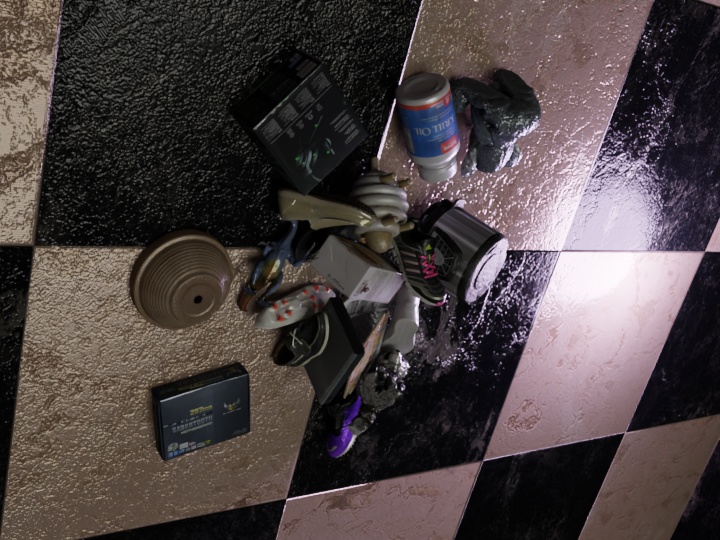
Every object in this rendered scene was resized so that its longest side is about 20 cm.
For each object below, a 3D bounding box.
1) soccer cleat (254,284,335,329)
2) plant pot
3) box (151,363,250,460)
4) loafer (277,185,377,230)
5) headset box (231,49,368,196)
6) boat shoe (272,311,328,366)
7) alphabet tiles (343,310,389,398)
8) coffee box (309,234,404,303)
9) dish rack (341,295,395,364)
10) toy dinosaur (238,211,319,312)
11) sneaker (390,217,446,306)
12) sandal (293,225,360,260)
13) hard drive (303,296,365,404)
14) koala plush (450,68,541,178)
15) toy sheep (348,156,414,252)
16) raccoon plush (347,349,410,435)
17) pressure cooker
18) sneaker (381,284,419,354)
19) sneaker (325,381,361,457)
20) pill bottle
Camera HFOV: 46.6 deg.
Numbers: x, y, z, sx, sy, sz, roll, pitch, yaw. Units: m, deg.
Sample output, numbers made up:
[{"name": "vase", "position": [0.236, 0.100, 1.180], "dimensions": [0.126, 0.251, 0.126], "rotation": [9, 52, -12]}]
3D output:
[{"name": "soccer cleat", "position": [-0.135, 0.076, 1.742], "dimensions": [0.199, 0.077, 0.070], "rotation": [-15, 82, -45]}, {"name": "plant pot", "position": [-0.318, 0.034, 1.555], "dimensions": [0.200, 0.093, 0.202], "rotation": [-19, 127, -27]}, {"name": "box", "position": [-0.327, 0.292, 1.734], "dimensions": [0.199, 0.051, 0.159], "rotation": [-14, 123, -29]}, {"name": "loafer", "position": [-0.066, -0.110, 1.604], "dimensions": [0.198, 0.076, 0.069], "rotation": [15, 107, 3]}, {"name": "headset box", "position": [-0.103, -0.263, 1.530], "dimensions": [0.174, 0.093, 0.200], "rotation": [-45, 134, -5]}, {"name": "boat shoe", "position": [-0.121, 0.148, 1.735], "dimensions": [0.067, 0.072, 0.200], "rotation": [1, 150, -30]}, {"name": "alphabet tiles", "position": [0.013, 0.182, 1.808], "dimensions": [0.167, 0.006, 0.201], "rotation": [-54, 166, -36]}, {"name": "coffee box", "position": [0.000, 0.000, 1.704], "dimensions": [0.080, 0.114, 0.200], "rotation": [-55, 158, 10]}, {"name": "dish rack", "position": [-0.011, 0.129, 1.856], "dimensions": [0.171, 0.043, 0.202], "rotation": [-11, 123, -45]}, {"name": "toy dinosaur", "position": [-0.180, -0.030, 1.648], "dimensions": [0.105, 0.199, 0.183], "rotation": [35, 58, -30]}, {"name": "sneaker", "position": [0.124, -0.024, 1.710], "dimensions": [0.073, 0.201, 0.087], "rotation": [-12, 158, -42]}, {"name": "sandal", "position": [-0.046, -0.070, 1.720], "dimensions": [0.199, 0.048, 0.076], "rotation": [-25, 129, -23]}, {"name": "hard drive", "position": [-0.062, 0.168, 1.740], "dimensions": [0.033, 0.140, 0.200], "rotation": [-7, 147, -32]}, {"name": "koala plush", "position": [0.280, -0.287, 1.759], "dimensions": [0.176, 0.184, 0.201], "rotation": [-16, 137, -27]}, {"name": "toy sheep", "position": [0.037, -0.133, 1.680], "dimensions": [0.137, 0.137, 0.202], "rotation": [16, 68, -41]}, {"name": "raccoon plush", "position": [0.033, 0.267, 1.921], "dimensions": [0.097, 0.134, 0.200], "rotation": [43, 109, -2]}, {"name": "pressure cooker", "position": [0.197, -0.045, 1.816], "dimensions": [0.176, 0.199, 0.179], "rotation": [-45, 154, -20]}, {"name": "sneaker", "position": [0.099, 0.109, 1.918], "dimensions": [0.073, 0.116, 0.200], "rotation": [13, 149, -7]}, {"name": "sneaker", "position": [-0.048, 0.338, 1.958], "dimensions": [0.099, 0.069, 0.201], "rotation": [21, 95, -40]}, {"name": "pill bottle", "position": [0.141, -0.283, 1.684], "dimensions": [0.112, 0.112, 0.201], "rotation": [-32, 131, -16]}]
